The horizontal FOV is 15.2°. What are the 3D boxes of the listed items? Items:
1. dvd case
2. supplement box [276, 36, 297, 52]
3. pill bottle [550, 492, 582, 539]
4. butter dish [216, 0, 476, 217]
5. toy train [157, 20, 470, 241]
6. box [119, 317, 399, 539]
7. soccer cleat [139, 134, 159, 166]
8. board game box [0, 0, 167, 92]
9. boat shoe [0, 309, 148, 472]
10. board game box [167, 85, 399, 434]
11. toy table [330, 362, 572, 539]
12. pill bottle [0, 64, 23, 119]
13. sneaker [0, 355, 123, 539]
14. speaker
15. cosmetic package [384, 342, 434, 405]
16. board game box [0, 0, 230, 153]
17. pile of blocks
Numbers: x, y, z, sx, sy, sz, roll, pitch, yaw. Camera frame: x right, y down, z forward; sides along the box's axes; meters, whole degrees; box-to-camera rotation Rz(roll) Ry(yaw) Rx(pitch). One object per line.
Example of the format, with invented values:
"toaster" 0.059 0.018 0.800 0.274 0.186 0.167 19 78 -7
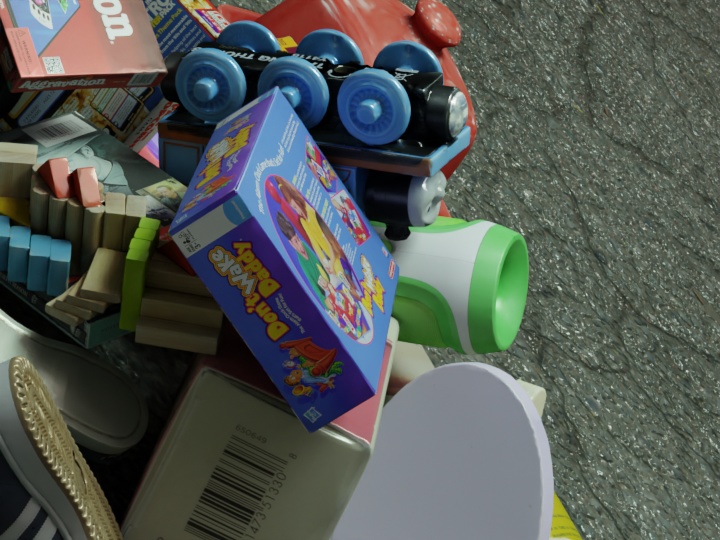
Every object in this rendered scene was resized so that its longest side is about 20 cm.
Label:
"dvd case" -0.164 -0.028 1.585 0.145 0.022 0.200 -21 43 -39
"supplement box" -0.042 -0.063 1.926 0.200 0.086 0.110 53 24 9
"pill bottle" 0.104 0.216 1.723 0.112 0.112 0.201 10 45 -54
"butter dish" 0.017 -0.150 2.081 0.199 0.148 0.200 14 40 -51
"toy train" -0.030 -0.082 1.629 0.199 0.115 0.087 9 25 20
"box" -0.056 0.093 1.566 0.108 0.128 0.200 26 19 -4
"soccer cleat" -0.139 -0.049 1.777 0.076 0.067 0.201 25 31 -60
"board game box" -0.192 -0.199 1.633 0.102 0.019 0.201 -5 64 -37
"boat shoe" -0.213 0.051 1.494 0.199 0.062 0.075 27 46 -22
"board game box" -0.038 -0.011 1.498 0.135 0.045 0.200 56 14 -13
"toy table" 0.065 0.155 1.613 0.183 0.201 0.117 29 9 20
"pill bottle" -0.290 -0.143 1.596 0.199 0.112 0.112 11 43 -53
"sneaker" -0.191 0.137 1.417 0.070 0.108 0.201 -101 172 -53
"speaker" 0.000 0.000 1.685 0.199 0.089 0.088 8 15 19
"cosmetic package" -0.021 0.055 1.783 0.103 0.087 0.201 12 43 -56
"board game box" -0.196 -0.165 1.720 0.200 0.152 0.046 48 18 9
"pile of blocks" -0.153 -0.021 1.495 0.199 0.063 0.082 23 34 23
